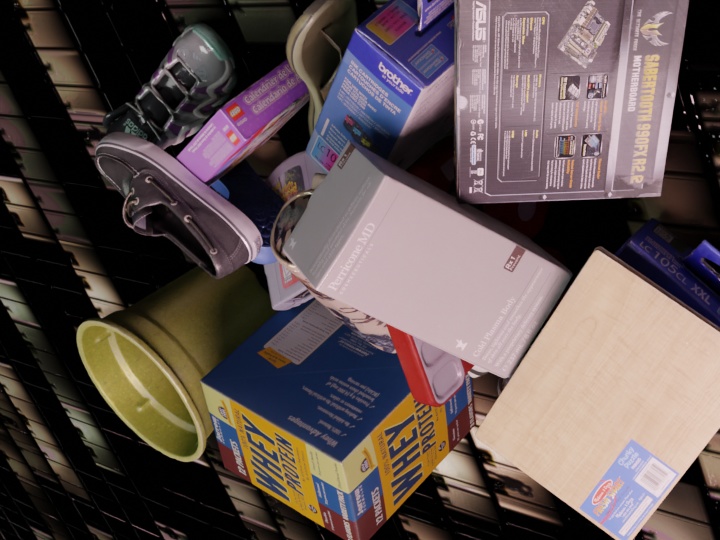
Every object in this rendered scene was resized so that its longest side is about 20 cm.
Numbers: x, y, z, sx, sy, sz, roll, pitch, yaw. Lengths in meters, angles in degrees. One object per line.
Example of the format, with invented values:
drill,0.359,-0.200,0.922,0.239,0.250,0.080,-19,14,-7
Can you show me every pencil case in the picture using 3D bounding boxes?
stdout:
pencil case,0.000,0.000,1.227,0.078,0.090,0.200,18,164,34

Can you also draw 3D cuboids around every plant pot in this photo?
plant pot,-0.192,0.085,1.615,0.200,0.184,0.201,32,145,26

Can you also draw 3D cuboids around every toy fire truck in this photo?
toy fire truck,0.080,-0.002,1.199,0.112,0.168,0.200,14,135,42

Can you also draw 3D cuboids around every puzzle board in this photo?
puzzle board,0.196,0.099,1.077,0.151,0.017,0.200,35,121,11

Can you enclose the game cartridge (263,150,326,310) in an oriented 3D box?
game cartridge,-0.054,-0.045,1.385,0.200,0.041,0.134,149,116,-62

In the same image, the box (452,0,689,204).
box,0.146,-0.138,1.001,0.158,0.048,0.200,-3,136,2

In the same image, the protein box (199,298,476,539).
protein box,-0.020,0.137,1.444,0.198,0.200,0.135,25,142,33

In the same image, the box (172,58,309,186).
box,-0.110,-0.135,1.317,0.039,0.137,0.200,50,148,-4

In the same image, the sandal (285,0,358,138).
sandal,-0.012,-0.169,1.220,0.057,0.080,0.201,33,157,28

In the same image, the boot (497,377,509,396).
boot,0.211,0.078,1.241,0.200,0.069,0.175,21,134,31

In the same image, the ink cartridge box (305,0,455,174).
ink cartridge box,0.045,-0.161,1.098,0.076,0.136,0.200,42,148,7

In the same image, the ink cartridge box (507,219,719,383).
ink cartridge box,0.233,0.057,1.106,0.136,0.076,0.200,41,119,9

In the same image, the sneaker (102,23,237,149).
sneaker,-0.205,-0.158,1.403,0.078,0.140,0.200,46,149,4

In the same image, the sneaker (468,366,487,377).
sneaker,0.059,0.033,1.359,0.200,0.074,0.080,42,158,17

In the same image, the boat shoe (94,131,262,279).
boat shoe,-0.184,-0.057,1.298,0.200,0.066,0.070,36,147,17

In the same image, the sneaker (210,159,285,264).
sneaker,-0.119,-0.046,1.410,0.200,0.070,0.078,-122,33,-54

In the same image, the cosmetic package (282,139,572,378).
cosmetic package,0.053,-0.007,1.086,0.200,0.107,0.090,23,-167,-33
